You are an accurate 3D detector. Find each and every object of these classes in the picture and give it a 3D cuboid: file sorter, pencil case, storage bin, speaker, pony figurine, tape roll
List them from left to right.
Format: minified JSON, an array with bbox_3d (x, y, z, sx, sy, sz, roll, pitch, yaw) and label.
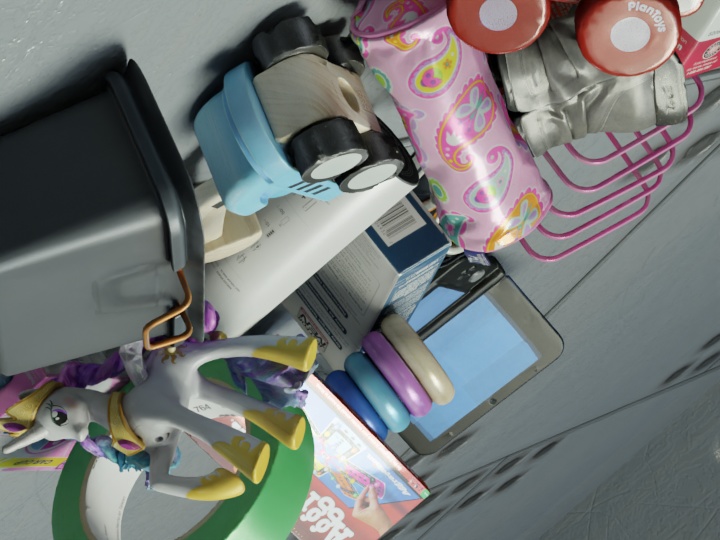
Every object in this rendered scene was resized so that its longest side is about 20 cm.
[{"bbox_3d":[-0.176,-0.010,1.314,0.134,0.146,0.200,-20,157,-13],"label":"storage bin"},{"bbox_3d":[-0.133,0.070,1.456,0.167,0.199,0.194,85,22,-45],"label":"pony figurine"},{"bbox_3d":[-0.129,0.152,1.525,0.200,0.201,0.048,-37,131,7],"label":"tape roll"},{"bbox_3d":[-0.055,-0.033,1.586,0.200,0.081,0.081,-41,163,18],"label":"speaker"},{"bbox_3d":[0.061,-0.104,1.427,0.087,0.087,0.201,-32,124,-8],"label":"pencil case"},{"bbox_3d":[0.185,-0.114,1.750,0.138,0.126,0.200,-29,163,-17],"label":"file sorter"}]

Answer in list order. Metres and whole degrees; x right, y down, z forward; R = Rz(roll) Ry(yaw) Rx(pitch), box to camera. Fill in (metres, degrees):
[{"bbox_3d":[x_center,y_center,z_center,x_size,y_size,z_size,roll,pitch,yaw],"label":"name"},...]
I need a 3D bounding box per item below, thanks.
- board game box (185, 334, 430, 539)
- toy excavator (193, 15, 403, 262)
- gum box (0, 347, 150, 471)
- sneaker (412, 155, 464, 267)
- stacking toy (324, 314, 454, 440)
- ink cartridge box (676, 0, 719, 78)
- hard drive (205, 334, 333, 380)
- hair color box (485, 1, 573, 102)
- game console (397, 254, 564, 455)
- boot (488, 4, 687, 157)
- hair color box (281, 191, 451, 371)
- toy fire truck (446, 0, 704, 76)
[{"bbox_3d":[-0.041,0.146,1.652,0.103,0.019,0.200,-40,123,5],"label":"board game box"},{"bbox_3d":[-0.072,-0.073,1.447,0.199,0.100,0.194,-26,166,18],"label":"toy excavator"},{"bbox_3d":[-0.243,0.091,1.582,0.113,0.066,0.200,-41,162,15],"label":"gum box"},{"bbox_3d":[0.050,-0.031,1.808,0.078,0.080,0.200,-24,162,-35],"label":"sneaker"},{"bbox_3d":[-0.025,0.125,1.702,0.200,0.086,0.085,-37,164,-3],"label":"stacking toy"},{"bbox_3d":[0.298,-0.254,1.617,0.145,0.083,0.200,-21,152,-43],"label":"ink cartridge box"},{"bbox_3d":[-0.080,0.090,1.810,0.200,0.131,0.026,-2,111,-62],"label":"hard drive"},{"bbox_3d":[0.121,-0.154,1.554,0.199,0.064,0.111,-25,170,2],"label":"hair color box"},{"bbox_3d":[0.081,0.086,2.126,0.200,0.119,0.171,-39,164,13],"label":"game console"},{"bbox_3d":[0.149,-0.169,1.444,0.131,0.070,0.201,-12,119,-1],"label":"boot"},{"bbox_3d":[0.000,0.000,1.751,0.060,0.100,0.200,-30,164,-27],"label":"hair color box"},{"bbox_3d":[0.132,-0.225,1.307,0.198,0.112,0.169,9,128,-2],"label":"toy fire truck"}]
